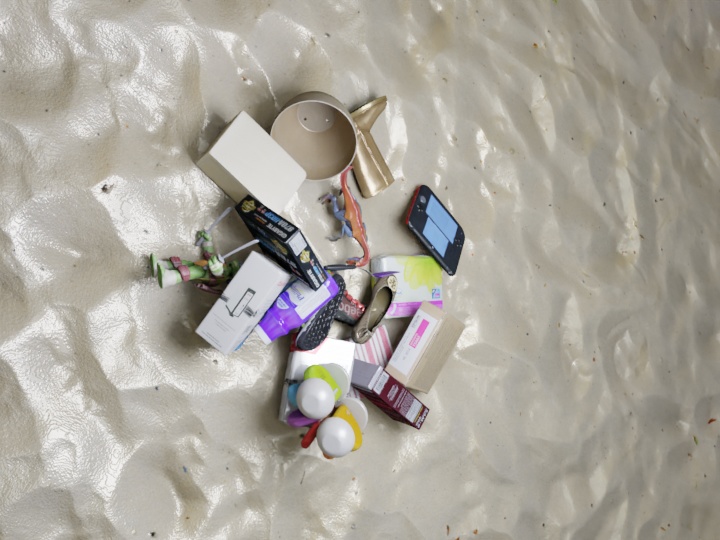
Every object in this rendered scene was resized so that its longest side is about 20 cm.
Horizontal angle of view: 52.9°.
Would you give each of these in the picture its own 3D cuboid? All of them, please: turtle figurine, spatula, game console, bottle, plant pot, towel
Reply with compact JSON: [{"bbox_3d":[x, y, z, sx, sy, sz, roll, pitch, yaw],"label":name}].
[{"bbox_3d":[-0.333,-0.039,1.504,0.190,0.202,0.146,-10,57,-28],"label":"turtle figurine"},{"bbox_3d":[0.000,0.000,1.692,0.196,0.056,0.021,8,90,-30],"label":"spatula"},{"bbox_3d":[0.198,-0.108,1.870,0.200,0.031,0.179,47,37,-21],"label":"game console"},{"bbox_3d":[-0.141,0.077,1.558,0.199,0.083,0.066,-40,130,-8],"label":"bottle"},{"bbox_3d":[-0.104,-0.328,1.659,0.199,0.200,0.136,35,31,-25],"label":"plant pot"},{"bbox_3d":[0.002,0.231,1.769,0.197,0.030,0.150,-18,94,-33],"label":"towel"}]

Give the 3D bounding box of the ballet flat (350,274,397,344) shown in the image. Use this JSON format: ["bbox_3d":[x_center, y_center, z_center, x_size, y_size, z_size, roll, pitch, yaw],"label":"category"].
[{"bbox_3d":[0.042,0.089,1.707,0.067,0.046,0.202,46,59,-22],"label":"ballet flat"}]

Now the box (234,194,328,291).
[{"bbox_3d":[-0.167,-0.059,1.524,0.046,0.199,0.160,-43,138,-15],"label":"box"}]

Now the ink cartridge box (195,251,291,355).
[{"bbox_3d":[-0.240,0.066,1.508,0.084,0.146,0.202,36,89,3],"label":"ink cartridge box"}]

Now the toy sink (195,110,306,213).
[{"bbox_3d":[-0.240,-0.222,1.591,0.199,0.111,0.132,42,66,-18],"label":"toy sink"}]

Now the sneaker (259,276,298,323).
[{"bbox_3d":[-0.179,0.032,1.622,0.104,0.076,0.203,33,81,-18],"label":"sneaker"}]

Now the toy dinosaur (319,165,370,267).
[{"bbox_3d":[-0.026,-0.106,1.706,0.103,0.201,0.184,-24,68,-15],"label":"toy dinosaur"}]

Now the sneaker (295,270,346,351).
[{"bbox_3d":[-0.102,0.090,1.625,0.202,0.081,0.072,-61,142,-26],"label":"sneaker"}]

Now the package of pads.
[{"bbox_3d":[0.119,0.038,1.831,0.196,0.068,0.159,-2,88,-33],"label":"package of pads"}]

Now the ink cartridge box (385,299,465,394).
[{"bbox_3d":[0.161,0.190,1.772,0.203,0.074,0.164,-59,150,-1],"label":"ink cartridge box"}]

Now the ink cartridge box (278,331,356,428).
[{"bbox_3d":[-0.100,0.254,1.649,0.143,0.083,0.205,13,80,-14],"label":"ink cartridge box"}]

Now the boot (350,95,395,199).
[{"bbox_3d":[0.033,-0.309,1.804,0.173,0.066,0.203,-32,103,-17],"label":"boot"}]

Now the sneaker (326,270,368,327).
[{"bbox_3d":[-0.044,0.095,1.721,0.201,0.070,0.098,49,64,-18],"label":"sneaker"}]

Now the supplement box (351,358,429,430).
[{"bbox_3d":[0.064,0.294,1.719,0.200,0.108,0.062,44,69,-30],"label":"supplement box"}]

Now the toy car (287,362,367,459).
[{"bbox_3d":[-0.084,0.305,1.538,0.203,0.148,0.175,62,19,-2],"label":"toy car"}]
